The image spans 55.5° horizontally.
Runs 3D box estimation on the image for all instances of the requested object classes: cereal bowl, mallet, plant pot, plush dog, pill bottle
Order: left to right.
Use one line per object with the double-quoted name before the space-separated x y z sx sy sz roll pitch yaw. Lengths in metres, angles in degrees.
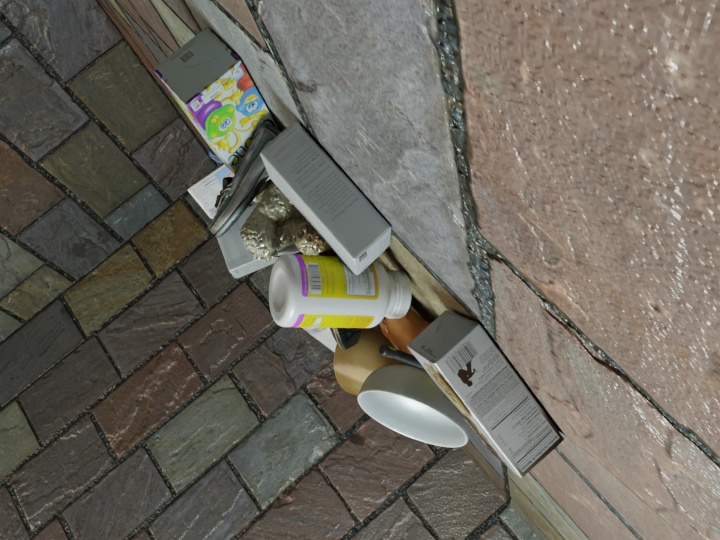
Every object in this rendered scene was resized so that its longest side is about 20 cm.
"plush dog" -0.076 -0.084 1.094 0.171 0.160 0.201 37 -154 -18
"pill bottle" -0.028 0.032 1.009 0.198 0.105 0.104 4 -162 -26
"plant pot" 0.080 0.184 1.316 0.199 0.187 0.187 19 153 46
"cereal bowl" 0.099 0.216 1.149 0.198 0.084 0.201 20 154 10
"mallet" 0.110 0.146 1.057 0.199 0.041 0.066 23 -173 -21

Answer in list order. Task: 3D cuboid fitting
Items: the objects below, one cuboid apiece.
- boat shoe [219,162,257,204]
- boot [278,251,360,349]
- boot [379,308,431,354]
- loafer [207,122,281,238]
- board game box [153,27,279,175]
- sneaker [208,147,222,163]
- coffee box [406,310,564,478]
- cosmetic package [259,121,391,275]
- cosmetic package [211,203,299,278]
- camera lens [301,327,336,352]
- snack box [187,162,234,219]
"boat shoe" -0.179 -0.146 1.306 0.198 0.063 0.072 21 -175 -2
"boot" -0.080 0.051 1.305 0.137 0.077 0.202 -7 99 40
"boot" 0.063 0.074 1.140 0.155 0.073 0.200 57 162 2
"loafer" -0.185 -0.143 1.082 0.063 0.200 0.072 39 -166 -8
"board game box" -0.210 -0.250 1.063 0.103 0.105 0.200 46 173 28
"sneaker" -0.235 -0.230 1.364 0.200 0.105 0.076 49 174 17
"coffee box" 0.163 0.159 0.903 0.201 0.080 0.113 52 173 -14
"cosmetic package" -0.046 -0.097 0.943 0.200 0.074 0.102 47 173 9
"cosmetic package" -0.183 -0.076 1.370 0.081 0.198 0.114 93 156 -78
"camera lens" -0.047 0.078 1.442 0.200 0.160 0.160 39 179 -26
"snack box" -0.219 -0.170 1.242 0.072 0.199 0.024 53 -155 -20
